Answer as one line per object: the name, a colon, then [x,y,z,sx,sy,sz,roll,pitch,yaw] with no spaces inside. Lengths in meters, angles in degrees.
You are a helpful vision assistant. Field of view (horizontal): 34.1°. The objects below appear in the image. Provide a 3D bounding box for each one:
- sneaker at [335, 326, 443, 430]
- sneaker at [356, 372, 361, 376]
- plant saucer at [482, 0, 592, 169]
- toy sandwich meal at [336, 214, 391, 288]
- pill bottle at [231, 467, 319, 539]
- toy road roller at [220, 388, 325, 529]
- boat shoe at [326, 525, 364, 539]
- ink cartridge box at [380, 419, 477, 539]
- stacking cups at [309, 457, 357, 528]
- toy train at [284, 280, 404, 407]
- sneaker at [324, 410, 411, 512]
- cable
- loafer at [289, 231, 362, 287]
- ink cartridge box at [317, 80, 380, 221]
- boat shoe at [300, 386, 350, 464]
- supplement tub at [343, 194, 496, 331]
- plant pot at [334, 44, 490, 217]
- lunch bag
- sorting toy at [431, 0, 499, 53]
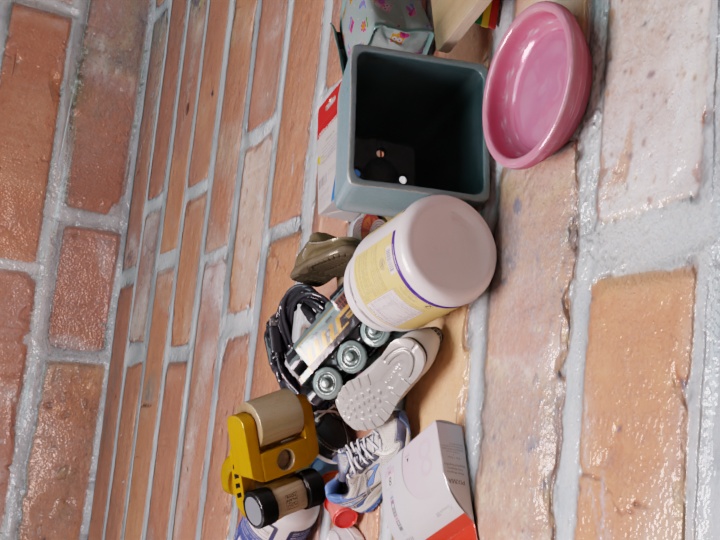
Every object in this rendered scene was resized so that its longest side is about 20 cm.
sneaker: [0.042,0.150,1.624,0.077,0.080,0.200,49,127,4]
sneaker: [-0.035,0.151,1.828,0.200,0.079,0.090,169,101,-64]
plant saucer: [0.217,-0.219,1.418,0.200,0.050,0.204,141,134,-56]
toy sandwich meal: [0.000,0.000,1.806,0.205,0.069,0.209,-170,90,-67]
pill bottle: [-0.131,0.399,1.906,0.112,0.109,0.201,-109,36,-47]
toy road roller: [-0.148,0.279,1.758,0.145,0.122,0.203,5,105,51]
boat shoe: [-0.026,0.440,1.701,0.201,0.068,0.073,-112,39,-54]
ink cartridge box: [0.087,0.318,1.514,0.163,0.056,0.202,-49,34,48]
stacking cups: [-0.045,0.316,1.817,0.061,0.060,0.201,-68,30,25]
toy train: [-0.023,0.099,1.684,0.200,0.085,0.114,-48,70,14]
sneaker: [0.009,0.274,1.666,0.078,0.084,0.201,-108,36,-46]
cable: [-0.082,0.126,1.799,0.163,0.050,0.203,-36,59,42]
loafer: [-0.052,-0.026,1.771,0.199,0.075,0.069,-20,59,59]
ink cartridge box: [-0.021,-0.198,1.931,0.116,0.066,0.203,140,134,-55]
boat shoe: [-0.066,0.224,1.843,0.200,0.075,0.061,47,137,49]
supplement tub: [0.073,-0.003,1.548,0.200,0.143,0.148,147,128,-60]
plant pot: [0.054,-0.165,1.617,0.200,0.193,0.199,132,142,-68]
lunch bag: [0.023,-0.349,1.828,0.201,0.120,0.172,113,152,-47]
sorting toy: [0.170,-0.425,1.579,0.200,0.069,0.202,134,138,-52]
